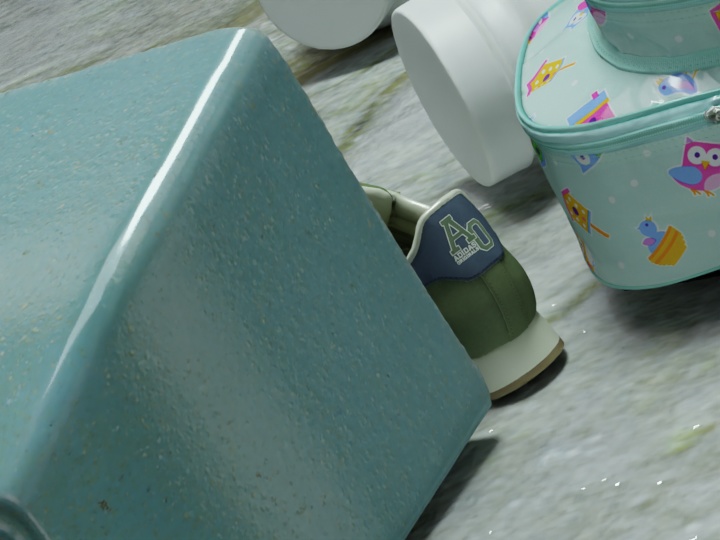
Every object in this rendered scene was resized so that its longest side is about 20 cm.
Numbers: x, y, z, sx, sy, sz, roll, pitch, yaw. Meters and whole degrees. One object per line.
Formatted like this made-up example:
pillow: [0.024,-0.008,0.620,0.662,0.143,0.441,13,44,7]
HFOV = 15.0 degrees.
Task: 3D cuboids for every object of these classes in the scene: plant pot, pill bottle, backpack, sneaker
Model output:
plant pot: [-0.101,0.063,1.015,0.195,0.196,0.201,-12,36,34]
pill bottle: [0.004,-0.210,1.632,0.111,0.112,0.200,-16,23,26]
backpack: [0.157,-0.087,1.108,0.199,0.154,0.176,-27,25,17]
sneaker: [0.000,0.000,1.164,0.067,0.090,0.200,-39,24,-29]
pill bottle: [0.122,-0.129,1.291,0.199,0.116,0.116,-30,21,-8]
